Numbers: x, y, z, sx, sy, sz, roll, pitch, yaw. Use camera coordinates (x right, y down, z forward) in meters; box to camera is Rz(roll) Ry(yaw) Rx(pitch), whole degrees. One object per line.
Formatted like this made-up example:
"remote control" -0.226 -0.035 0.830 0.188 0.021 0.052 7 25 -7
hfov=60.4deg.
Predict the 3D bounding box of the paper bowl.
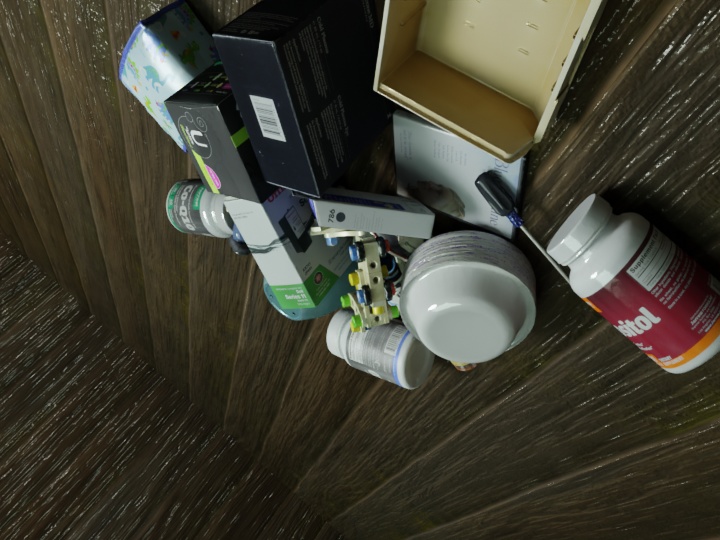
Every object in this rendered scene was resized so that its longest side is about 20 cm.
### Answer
"paper bowl" 0.151 0.052 0.883 0.194 0.106 0.204 7 137 7

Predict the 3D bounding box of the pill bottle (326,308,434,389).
"pill bottle" 0.035 0.142 1.183 0.196 0.114 0.116 15 140 39

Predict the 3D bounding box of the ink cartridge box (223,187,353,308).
"ink cartridge box" -0.102 -0.067 0.961 0.081 0.147 0.203 -3 125 39

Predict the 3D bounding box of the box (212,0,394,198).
"box" -0.058 -0.234 0.768 0.102 0.183 0.203 19 142 33

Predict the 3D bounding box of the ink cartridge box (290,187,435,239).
"ink cartridge box" -0.004 -0.083 0.845 0.194 0.100 0.040 8 108 -13

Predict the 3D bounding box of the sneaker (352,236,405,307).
"sneaker" 0.050 0.009 1.016 0.201 0.071 0.073 53 -173 -36

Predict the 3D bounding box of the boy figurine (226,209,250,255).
"boy figurine" -0.176 -0.127 1.109 0.065 0.121 0.204 55 132 45

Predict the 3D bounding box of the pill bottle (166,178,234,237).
"pill bottle" -0.292 -0.125 1.232 0.196 0.114 0.115 7 135 43

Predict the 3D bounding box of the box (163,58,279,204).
"box" -0.141 -0.218 0.862 0.122 0.201 0.151 14 140 37

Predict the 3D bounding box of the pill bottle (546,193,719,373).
"pill bottle" 0.315 0.011 0.706 0.199 0.113 0.113 41 149 4

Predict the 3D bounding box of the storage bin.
"storage bin" 0.126 -0.244 0.630 0.196 0.094 0.202 33 147 16

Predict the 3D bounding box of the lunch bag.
"lunch bag" -0.300 -0.304 1.013 0.171 0.128 0.198 49 139 -13

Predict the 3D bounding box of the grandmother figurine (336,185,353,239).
"grandmother figurine" -0.047 -0.096 1.044 0.200 0.061 0.121 46 158 -1

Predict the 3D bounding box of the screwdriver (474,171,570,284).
"screwdriver" 0.217 -0.046 0.791 0.200 0.028 0.029 47 178 -2

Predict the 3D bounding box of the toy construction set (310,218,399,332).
"toy construction set" 0.000 0.000 0.917 0.204 0.090 0.131 67 171 -14

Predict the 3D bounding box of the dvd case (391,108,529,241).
"dvd case" 0.130 -0.128 0.841 0.196 0.018 0.145 25 144 27

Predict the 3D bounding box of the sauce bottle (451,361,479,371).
"sauce bottle" 0.140 0.076 1.032 0.065 0.066 0.202 -6 124 51

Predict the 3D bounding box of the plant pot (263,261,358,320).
"plant pot" -0.107 0.013 1.169 0.197 0.135 0.203 29 147 21

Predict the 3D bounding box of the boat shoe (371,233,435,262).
"boat shoe" 0.087 -0.043 0.944 0.199 0.072 0.063 41 131 -4
